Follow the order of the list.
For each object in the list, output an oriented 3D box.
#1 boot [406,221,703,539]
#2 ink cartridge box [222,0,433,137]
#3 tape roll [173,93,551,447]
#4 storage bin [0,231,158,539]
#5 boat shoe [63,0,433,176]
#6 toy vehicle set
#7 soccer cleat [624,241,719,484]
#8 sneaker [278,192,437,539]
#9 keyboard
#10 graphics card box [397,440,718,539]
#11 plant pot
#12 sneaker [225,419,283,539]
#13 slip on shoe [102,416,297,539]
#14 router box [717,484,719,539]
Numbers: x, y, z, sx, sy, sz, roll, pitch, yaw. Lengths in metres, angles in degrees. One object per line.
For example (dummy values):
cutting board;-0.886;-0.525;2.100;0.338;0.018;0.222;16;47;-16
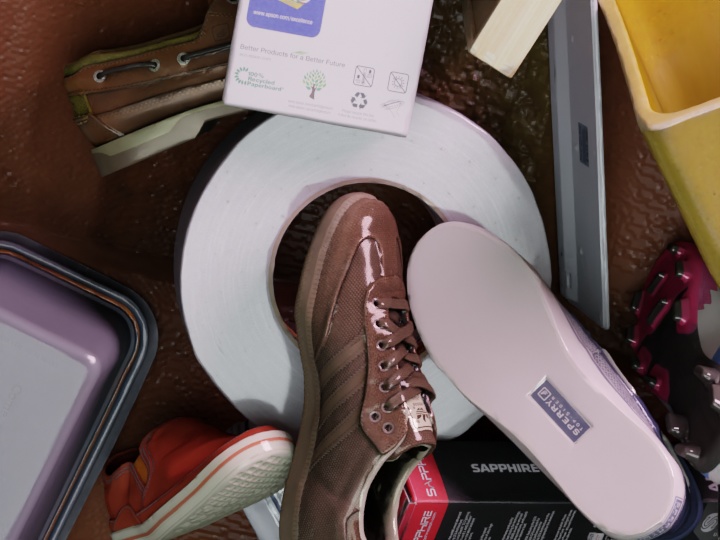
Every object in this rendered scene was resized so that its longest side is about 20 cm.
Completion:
boot;0.101;0.064;1.470;0.073;0.090;0.200;-38;72;8
ink cartridge box;-0.006;-0.174;1.432;0.099;0.039;0.200;11;98;-4
tape roll;0.000;0.000;1.513;0.200;0.066;0.201;-1;96;-6
storage bin;-0.210;0.086;1.510;0.145;0.134;0.200;27;94;-3
boat shoe;-0.062;-0.119;1.494;0.200;0.072;0.068;-24;94;1
toy vehicle set;0.116;-0.201;1.437;0.026;0.124;0.200;30;106;-9
soccer cleat;0.197;0.058;1.488;0.086;0.200;0.070;23;116;-17
sneaker;0.011;0.062;1.438;0.075;0.070;0.201;8;95;33
keyboard;0.119;-0.070;1.516;0.011;0.056;0.200;-11;110;-21
graphics card box;0.094;0.151;1.538;0.200;0.051;0.126;2;132;-21
plant pot;0.252;-0.064;1.452;0.194;0.196;0.200;-20;117;7
sneaker;-0.005;0.164;1.586;0.071;0.073;0.200;-27;106;12
slip on shoe;-0.093;0.109;1.520;0.074;0.200;0.061;-18;85;-26
router box;0.286;0.166;1.525;0.149;0.051;0.200;-6;145;17
